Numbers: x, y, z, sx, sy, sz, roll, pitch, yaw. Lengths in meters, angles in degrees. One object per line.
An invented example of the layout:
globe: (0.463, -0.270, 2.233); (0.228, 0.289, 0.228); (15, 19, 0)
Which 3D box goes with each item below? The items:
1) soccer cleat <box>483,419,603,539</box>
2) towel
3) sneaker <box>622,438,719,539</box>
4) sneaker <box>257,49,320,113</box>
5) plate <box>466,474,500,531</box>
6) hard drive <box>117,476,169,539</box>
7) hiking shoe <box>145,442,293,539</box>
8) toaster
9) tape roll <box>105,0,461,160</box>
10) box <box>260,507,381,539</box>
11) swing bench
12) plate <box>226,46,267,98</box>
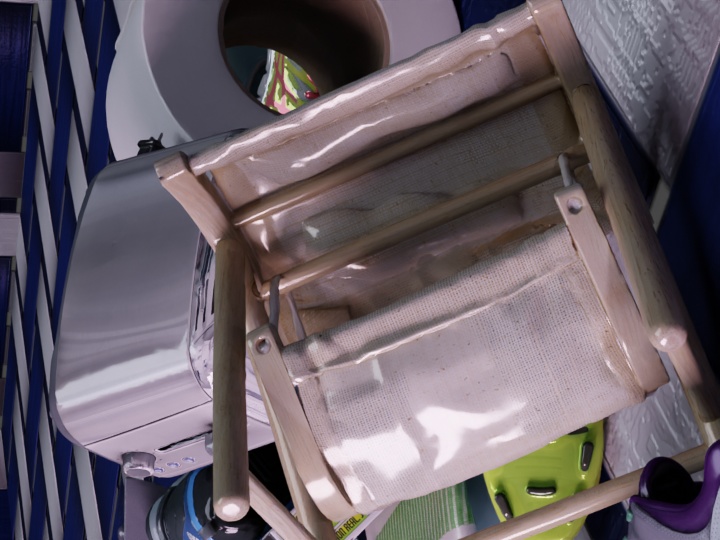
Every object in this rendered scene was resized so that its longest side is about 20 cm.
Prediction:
soccer cleat: (0.089, 0.043, 0.881); (0.084, 0.064, 0.202); (38, -136, -75)
towel: (0.030, 0.118, 1.024); (0.153, 0.023, 0.201); (116, 151, -52)
sneaker: (0.128, 0.128, 0.697); (0.200, 0.074, 0.088); (-51, 53, 49)
sneaker: (-0.029, -0.125, 1.207); (0.090, 0.078, 0.202); (11, 104, 62)
plate: (0.061, 0.162, 0.998); (0.200, 0.025, 0.202); (-179, 90, -72)
hard drive: (-0.121, 0.235, 0.999); (0.135, 0.042, 0.202); (103, 165, -64)
hiking shoe: (-0.036, 0.095, 0.983); (0.200, 0.074, 0.087); (-53, 11, -32)
toaster: (-0.080, 0.008, 0.909); (0.129, 0.113, 0.202); (-14, 58, 38)
tape roll: (-0.051, -0.120, 1.067); (0.139, 0.201, 0.204); (136, 131, -67)
box: (-0.032, 0.160, 1.004); (0.035, 0.110, 0.200); (46, 149, 6)
swing bench: (0.035, 0.015, 0.748); (0.130, 0.198, 0.201); (55, -163, -50)
plate: (-0.079, -0.093, 1.304); (0.200, 0.025, 0.202); (0, -90, -74)
